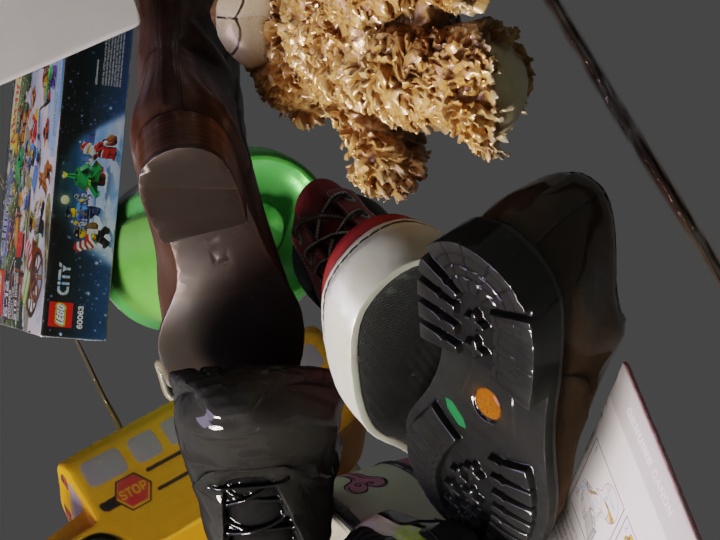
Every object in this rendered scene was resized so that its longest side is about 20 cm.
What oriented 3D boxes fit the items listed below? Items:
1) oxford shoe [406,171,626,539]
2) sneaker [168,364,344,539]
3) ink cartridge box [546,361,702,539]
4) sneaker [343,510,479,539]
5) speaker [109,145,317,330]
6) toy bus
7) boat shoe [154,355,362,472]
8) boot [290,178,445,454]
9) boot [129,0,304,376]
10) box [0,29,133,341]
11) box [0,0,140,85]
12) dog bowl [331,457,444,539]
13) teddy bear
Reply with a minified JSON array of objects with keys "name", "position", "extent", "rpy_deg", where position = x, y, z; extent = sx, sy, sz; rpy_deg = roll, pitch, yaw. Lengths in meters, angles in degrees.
[{"name":"oxford shoe","position":[0.067,0.042,0.783],"extent":[0.073,0.084,0.201],"rpy_deg":[38,148,22]},{"name":"sneaker","position":[-0.039,0.097,0.900],"extent":[0.200,0.075,0.092],"rpy_deg":[70,-161,-68]},{"name":"ink cartridge box","position":[0.117,0.165,0.774],"extent":[0.177,0.044,0.201],"rpy_deg":[112,151,-43]},{"name":"sneaker","position":[0.000,0.145,0.862],"extent":[0.072,0.082,0.200],"rpy_deg":[61,164,7]},{"name":"speaker","position":[-0.079,-0.014,1.071],"extent":[0.089,0.088,0.200],"rpy_deg":[65,160,-5]},{"name":"toy bus","position":[-0.088,0.112,1.081],"extent":[0.078,0.199,0.065],"rpy_deg":[52,158,24]},{"name":"boat shoe","position":[-0.045,0.116,1.171],"extent":[0.201,0.068,0.075],"rpy_deg":[56,159,19]},{"name":"boot","position":[0.000,0.000,0.862],"extent":[0.145,0.072,0.200],"rpy_deg":[55,177,27]},{"name":"boot","position":[-0.068,-0.063,0.933],"extent":[0.187,0.064,0.201],"rpy_deg":[86,177,-47]},{"name":"box","position":[-0.165,-0.066,1.139],"extent":[0.136,0.037,0.202],"rpy_deg":[-176,91,-69]},{"name":"box","position":[-0.196,-0.174,0.890],"extent":[0.200,0.106,0.153],"rpy_deg":[32,143,56]},{"name":"dog bowl","position":[0.040,0.183,1.040],"extent":[0.200,0.073,0.201],"rpy_deg":[50,157,30]},{"name":"teddy bear","position":[-0.002,-0.098,0.799],"extent":[0.200,0.066,0.146],"rpy_deg":[37,146,49]}]
